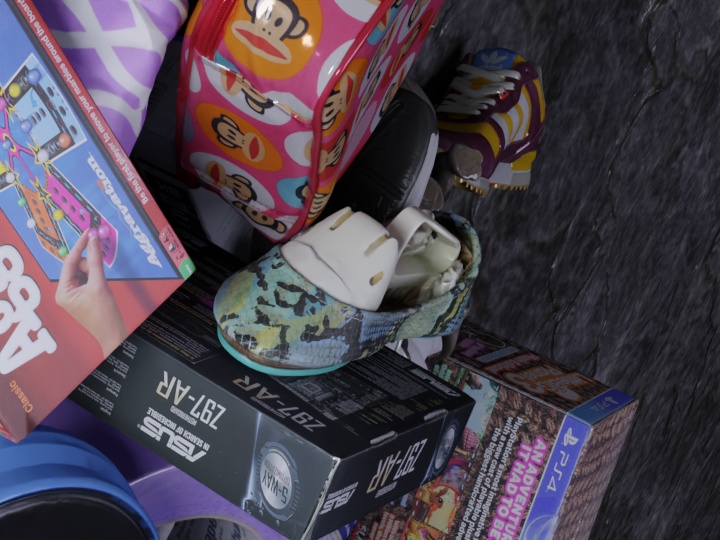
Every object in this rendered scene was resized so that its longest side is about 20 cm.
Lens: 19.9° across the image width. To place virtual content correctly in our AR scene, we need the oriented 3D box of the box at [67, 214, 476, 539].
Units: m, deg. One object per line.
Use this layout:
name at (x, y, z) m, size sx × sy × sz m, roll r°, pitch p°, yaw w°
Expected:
box at (-0.064, 0.040, 0.933) m, size 0.160 × 0.199 × 0.044 m, roll -15°, pitch 132°, yaw -65°

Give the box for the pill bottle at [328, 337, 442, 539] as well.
pill bottle at (-0.029, 0.081, 1.189) m, size 0.201 × 0.115 × 0.116 m, roll -57°, pitch 158°, yaw -22°

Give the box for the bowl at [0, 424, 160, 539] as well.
bowl at (-0.160, 0.158, 0.826) m, size 0.200 × 0.039 × 0.202 m, roll -31°, pitch 137°, yaw -34°

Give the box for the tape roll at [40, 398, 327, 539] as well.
tape roll at (-0.119, 0.146, 0.975) m, size 0.199 × 0.085 × 0.201 m, roll -23°, pitch 134°, yaw -25°

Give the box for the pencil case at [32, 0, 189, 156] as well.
pencil case at (-0.141, -0.040, 0.827) m, size 0.201 × 0.083 × 0.085 m, roll -62°, pitch -173°, yaw -6°

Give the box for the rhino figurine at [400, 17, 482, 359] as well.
rhino figurine at (0.025, -0.049, 1.135) m, size 0.059 × 0.087 × 0.202 m, roll -18°, pitch 97°, yaw -31°

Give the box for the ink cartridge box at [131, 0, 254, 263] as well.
ink cartridge box at (-0.064, -0.059, 1.059) m, size 0.100 × 0.039 × 0.200 m, roll -58°, pitch 157°, yaw -21°

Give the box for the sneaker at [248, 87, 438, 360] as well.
sneaker at (-0.004, -0.001, 1.089) m, size 0.115 × 0.075 × 0.202 m, roll 12°, pitch 111°, yaw -57°

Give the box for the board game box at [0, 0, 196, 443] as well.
board game box at (-0.144, -0.042, 0.754) m, size 0.103 × 0.019 × 0.201 m, roll -45°, pitch 125°, yaw -22°

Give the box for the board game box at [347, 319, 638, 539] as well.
board game box at (0.051, 0.121, 1.313) m, size 0.097 × 0.199 × 0.161 m, roll -16°, pitch 128°, yaw -64°

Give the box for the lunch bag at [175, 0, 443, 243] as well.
lunch bag at (-0.006, -0.119, 0.909) m, size 0.177 × 0.082 × 0.200 m, roll -55°, pitch 175°, yaw -22°

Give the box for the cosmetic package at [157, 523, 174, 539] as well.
cosmetic package at (-0.131, 0.131, 1.083) m, size 0.083 × 0.050 × 0.201 m, roll -44°, pitch 151°, yaw -43°

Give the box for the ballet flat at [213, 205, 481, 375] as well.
ballet flat at (0.000, 0.000, 0.947) m, size 0.200 × 0.074 × 0.075 m, roll -14°, pitch 126°, yaw -65°

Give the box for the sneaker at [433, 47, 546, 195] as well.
sneaker at (0.070, -0.100, 1.315) m, size 0.200 × 0.074 × 0.091 m, roll -14°, pitch 118°, yaw -73°
